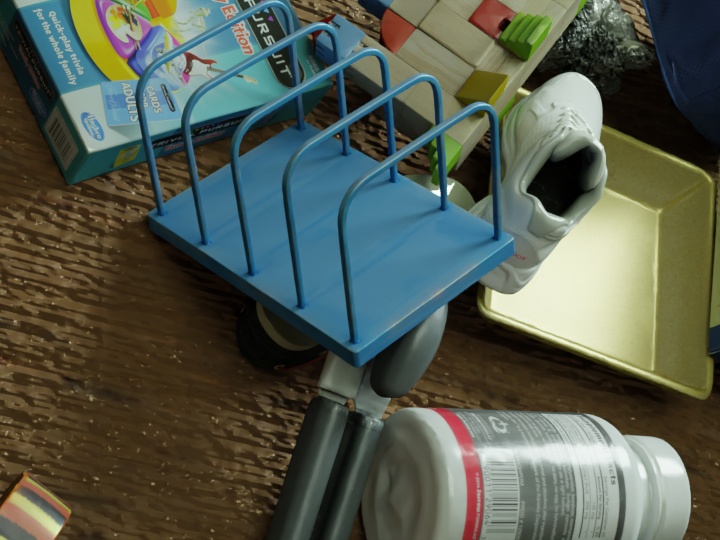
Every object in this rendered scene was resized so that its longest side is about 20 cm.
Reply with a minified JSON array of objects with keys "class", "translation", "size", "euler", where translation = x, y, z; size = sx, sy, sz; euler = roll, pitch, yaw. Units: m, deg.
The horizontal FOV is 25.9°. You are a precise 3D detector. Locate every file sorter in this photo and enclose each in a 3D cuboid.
[{"class":"file sorter","translation":[-0.025,-0.065,0.956],"size":[0.138,0.123,0.199],"euler":[-34,46,-30]}]

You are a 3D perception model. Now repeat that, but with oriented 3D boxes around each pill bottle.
[{"class":"pill bottle","translation":[0.110,0.146,1.001],"size":[0.199,0.111,0.112],"euler":[5,64,-28]}]

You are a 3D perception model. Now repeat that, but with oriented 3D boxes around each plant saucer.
[{"class":"plant saucer","translation":[0.168,-0.014,1.156],"size":[0.199,0.048,0.201],"euler":[21,57,-19]}]

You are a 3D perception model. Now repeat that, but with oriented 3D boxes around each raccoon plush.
[{"class":"raccoon plush","translation":[0.127,-0.156,1.195],"size":[0.200,0.097,0.134],"euler":[-44,96,-12]}]

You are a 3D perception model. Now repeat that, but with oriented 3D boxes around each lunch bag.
[{"class":"lunch bag","translation":[0.316,-0.181,1.234],"size":[0.200,0.132,0.137],"euler":[27,48,-58]}]

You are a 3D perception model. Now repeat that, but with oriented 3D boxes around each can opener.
[{"class":"can opener","translation":[-0.008,0.099,0.952],"size":[0.052,0.066,0.201],"euler":[24,82,-26]}]

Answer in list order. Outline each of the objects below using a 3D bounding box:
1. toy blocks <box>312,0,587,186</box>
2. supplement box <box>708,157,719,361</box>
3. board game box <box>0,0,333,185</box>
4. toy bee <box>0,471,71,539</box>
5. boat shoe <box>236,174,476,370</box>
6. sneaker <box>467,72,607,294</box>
[{"class":"toy blocks","translation":[0.058,-0.173,1.092],"size":[0.136,0.100,0.200],"euler":[36,75,8]},{"class":"supplement box","translation":[0.381,0.006,1.185],"size":[0.199,0.134,0.201],"euler":[32,52,-30]},{"class":"board game box","translation":[-0.137,-0.158,1.055],"size":[0.199,0.047,0.152],"euler":[-21,78,-35]},{"class":"toy bee","translation":[-0.202,0.184,0.807],"size":[0.130,0.109,0.201],"euler":[22,57,-20]},{"class":"boat shoe","translation":[-0.002,-0.002,1.042],"size":[0.201,0.063,0.074],"euler":[-35,87,-34]},{"class":"sneaker","translation":[0.141,-0.073,1.074],"size":[0.078,0.099,0.201],"euler":[36,50,-13]}]
